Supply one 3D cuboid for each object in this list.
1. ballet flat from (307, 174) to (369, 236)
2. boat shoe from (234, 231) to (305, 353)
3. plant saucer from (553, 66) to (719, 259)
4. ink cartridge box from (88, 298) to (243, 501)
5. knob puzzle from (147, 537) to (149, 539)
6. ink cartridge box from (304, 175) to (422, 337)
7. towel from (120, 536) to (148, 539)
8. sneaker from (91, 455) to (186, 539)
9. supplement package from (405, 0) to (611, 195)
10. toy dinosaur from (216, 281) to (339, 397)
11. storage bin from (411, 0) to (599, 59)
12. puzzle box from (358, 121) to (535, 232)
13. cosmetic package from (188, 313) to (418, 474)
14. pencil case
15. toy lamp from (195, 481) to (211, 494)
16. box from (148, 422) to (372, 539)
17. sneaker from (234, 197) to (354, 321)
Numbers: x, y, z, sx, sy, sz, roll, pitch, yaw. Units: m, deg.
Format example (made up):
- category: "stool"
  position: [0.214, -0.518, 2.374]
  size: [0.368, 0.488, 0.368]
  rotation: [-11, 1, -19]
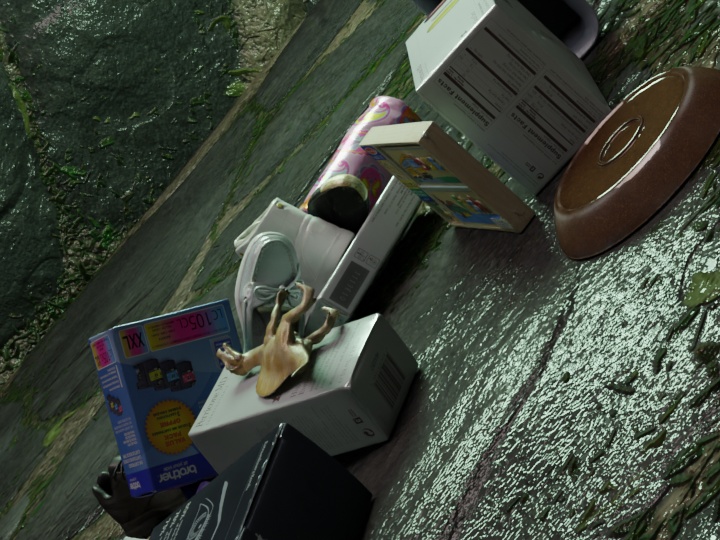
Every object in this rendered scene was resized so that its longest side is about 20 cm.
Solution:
- category: "ballet flat"
  position: [-0.023, -0.071, 1.940]
  size: [0.200, 0.066, 0.057]
  rotation: [107, 179, -75]
- category: "boat shoe"
  position: [-0.089, 0.062, 1.844]
  size: [0.065, 0.074, 0.204]
  rotation: [2, 86, 65]
- category: "plant saucer"
  position: [0.225, -0.097, 1.483]
  size: [0.200, 0.034, 0.201]
  rotation: [-47, 15, 17]
- category: "ink cartridge box"
  position: [-0.176, 0.144, 1.800]
  size: [0.135, 0.202, 0.076]
  rotation: [-14, -3, -27]
- category: "knob puzzle"
  position: [-0.241, 0.327, 1.859]
  size: [0.220, 0.030, 0.220]
  rotation: [-47, 14, 15]
- category: "ink cartridge box"
  position: [0.000, 0.000, 1.920]
  size: [0.201, 0.043, 0.174]
  rotation: [-59, -4, -28]
- category: "towel"
  position: [-0.239, 0.351, 1.753]
  size: [0.146, 0.024, 0.201]
  rotation: [-4, 47, 48]
- category: "sneaker"
  position: [-0.223, 0.225, 1.941]
  size: [0.200, 0.091, 0.076]
  rotation: [-38, 16, 37]
- category: "supplement package"
  position: [0.138, -0.188, 1.729]
  size: [0.111, 0.155, 0.200]
  rotation: [-47, 15, 14]
- category: "toy dinosaur"
  position: [-0.061, 0.068, 1.595]
  size: [0.102, 0.058, 0.200]
  rotation: [-61, 22, -13]
- category: "storage bin"
  position: [0.147, -0.283, 1.905]
  size: [0.146, 0.200, 0.134]
  rotation: [-46, 3, 16]
- category: "puzzle box"
  position: [0.079, -0.089, 1.711]
  size: [0.025, 0.133, 0.200]
  rotation: [-51, 13, -8]
- category: "cosmetic package"
  position: [-0.053, 0.118, 1.627]
  size: [0.199, 0.074, 0.102]
  rotation: [-19, 30, 34]
- category: "pencil case"
  position: [0.001, -0.111, 2.112]
  size: [0.201, 0.087, 0.087]
  rotation: [-58, 16, -24]
- category: "toy lamp"
  position: [-0.105, 0.180, 1.754]
  size: [0.201, 0.058, 0.058]
  rotation: [-58, 16, -25]
- category: "box"
  position: [-0.101, 0.247, 1.474]
  size: [0.200, 0.104, 0.148]
  rotation: [-40, 17, 36]
- category: "sneaker"
  position: [-0.088, 0.001, 1.955]
  size: [0.074, 0.115, 0.201]
  rotation: [-60, -3, -45]
